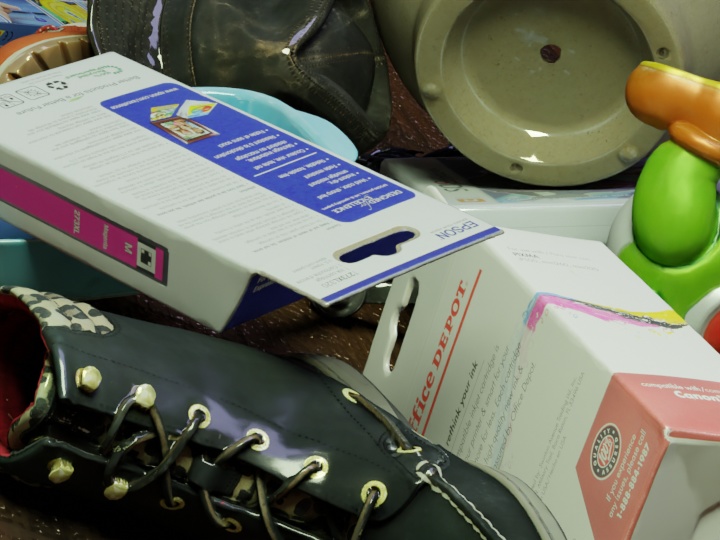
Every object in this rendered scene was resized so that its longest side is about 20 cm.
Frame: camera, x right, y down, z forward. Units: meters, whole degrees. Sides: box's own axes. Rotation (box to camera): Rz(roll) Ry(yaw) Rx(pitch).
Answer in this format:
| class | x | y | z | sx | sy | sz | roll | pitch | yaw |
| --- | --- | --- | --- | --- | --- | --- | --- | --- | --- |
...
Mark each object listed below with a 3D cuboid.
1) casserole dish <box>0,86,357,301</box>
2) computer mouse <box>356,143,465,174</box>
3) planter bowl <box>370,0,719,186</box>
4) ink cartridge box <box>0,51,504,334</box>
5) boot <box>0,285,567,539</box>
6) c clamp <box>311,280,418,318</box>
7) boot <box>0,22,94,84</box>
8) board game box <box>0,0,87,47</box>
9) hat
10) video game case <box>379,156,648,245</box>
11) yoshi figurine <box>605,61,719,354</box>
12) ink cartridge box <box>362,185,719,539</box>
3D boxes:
| class | x | y | z | sx | sy | sz | roll | pitch | yaw |
| --- | --- | --- | --- | --- | --- | --- | --- | --- | --- |
| casserole dish | -0.097 | -0.027 | 1.032 | 0.199 | 0.039 | 0.121 | -7 | 30 | -23 |
| computer mouse | 0.092 | -0.046 | 1.400 | 0.198 | 0.053 | 0.138 | -7 | 3 | -6 |
| planter bowl | 0.091 | -0.122 | 1.209 | 0.199 | 0.201 | 0.135 | 27 | 37 | -8 |
| ink cartridge box | -0.055 | -0.025 | 0.955 | 0.199 | 0.037 | 0.094 | 24 | 31 | 36 |
| boot | -0.035 | 0.072 | 0.866 | 0.153 | 0.074 | 0.203 | 16 | 13 | -35 |
| c clamp | 0.000 | 0.000 | 1.143 | 0.170 | 0.027 | 0.200 | -5 | -6 | 17 |
| boot | -0.128 | -0.077 | 1.219 | 0.107 | 0.075 | 0.200 | 25 | 9 | 26 |
| board game box | -0.205 | -0.138 | 1.321 | 0.135 | 0.035 | 0.200 | 34 | 15 | 20 |
| hat | -0.034 | -0.084 | 1.182 | 0.080 | 0.202 | 0.200 | -8 | -5 | 29 |
| video game case | 0.119 | -0.035 | 1.246 | 0.198 | 0.023 | 0.182 | -1 | 9 | -8 |
| yoshi figurine | 0.106 | 0.016 | 1.105 | 0.112 | 0.201 | 0.112 | 12 | 5 | -19 |
| ink cartridge box | 0.073 | 0.061 | 0.996 | 0.067 | 0.117 | 0.200 | 7 | 24 | -29 |
